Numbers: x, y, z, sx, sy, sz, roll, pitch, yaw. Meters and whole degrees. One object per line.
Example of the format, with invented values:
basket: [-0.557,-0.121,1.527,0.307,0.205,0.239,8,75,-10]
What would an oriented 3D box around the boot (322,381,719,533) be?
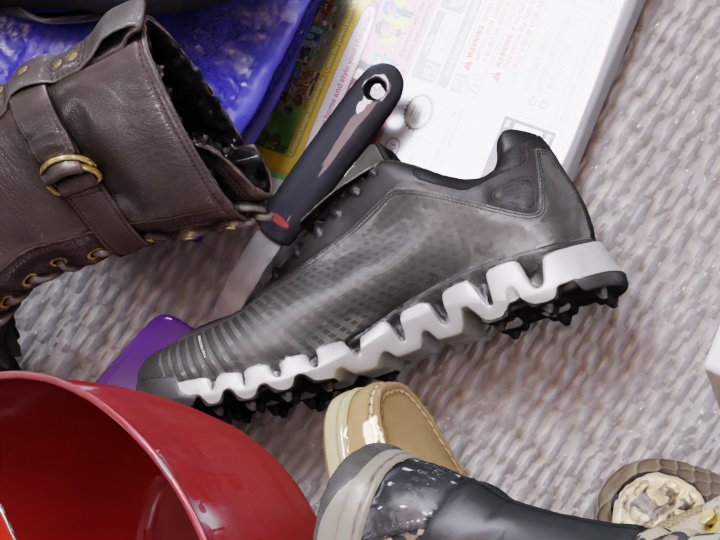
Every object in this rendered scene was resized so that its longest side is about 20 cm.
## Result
boot: [0.083,0.106,1.065,0.155,0.073,0.201,-34,74,30]

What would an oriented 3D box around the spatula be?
spatula: [-0.043,-0.001,1.164,0.056,0.021,0.200,38,101,16]

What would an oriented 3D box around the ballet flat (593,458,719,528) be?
ballet flat: [0.168,0.142,1.083,0.067,0.046,0.200,-45,72,-4]

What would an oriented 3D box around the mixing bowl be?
mixing bowl: [-0.082,0.128,1.084,0.200,0.108,0.201,10,105,40]

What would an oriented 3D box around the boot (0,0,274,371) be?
boot: [-0.115,-0.009,1.097,0.173,0.200,0.069,-13,47,13]

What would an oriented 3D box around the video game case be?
video game case: [0.022,-0.112,1.192,0.181,0.022,0.201,20,81,15]

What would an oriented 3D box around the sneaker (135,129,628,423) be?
sneaker: [0.000,0.000,1.130,0.199,0.066,0.091,-19,79,9]

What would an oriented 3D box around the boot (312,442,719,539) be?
boot: [0.057,0.171,1.006,0.153,0.073,0.204,8,105,31]

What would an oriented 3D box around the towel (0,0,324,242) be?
towel: [-0.121,-0.115,1.149,0.199,0.050,0.148,24,65,3]

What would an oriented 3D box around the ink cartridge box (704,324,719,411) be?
ink cartridge box: [0.234,0.053,1.041,0.199,0.147,0.083,23,81,17]

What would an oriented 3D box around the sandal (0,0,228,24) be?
sandal: [-0.131,-0.127,1.114,0.199,0.043,0.076,-2,65,5]

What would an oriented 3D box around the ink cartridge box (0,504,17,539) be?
ink cartridge box: [-0.157,0.211,1.069,0.200,0.043,0.174,-43,71,38]
